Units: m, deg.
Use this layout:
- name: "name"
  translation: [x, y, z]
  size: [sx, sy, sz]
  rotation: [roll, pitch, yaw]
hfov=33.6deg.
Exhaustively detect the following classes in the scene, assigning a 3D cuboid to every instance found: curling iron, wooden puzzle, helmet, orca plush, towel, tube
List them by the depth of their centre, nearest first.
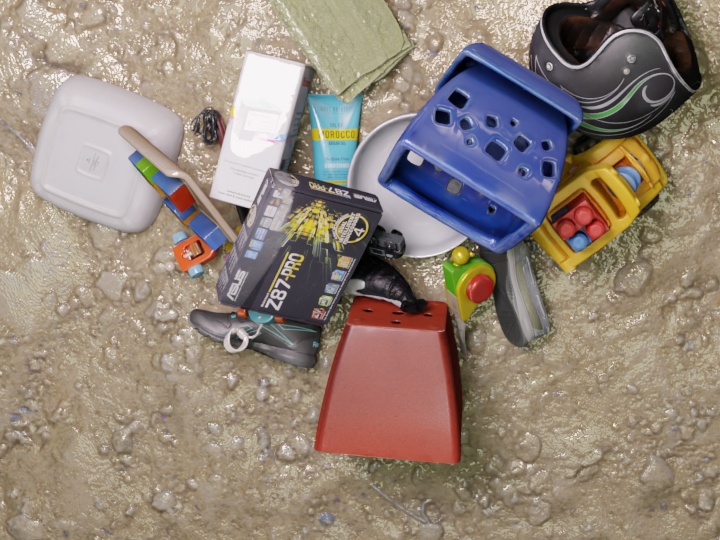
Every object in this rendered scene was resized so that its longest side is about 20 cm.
- name: "helmet"
  translation: [0.319, -0.266, 1.539]
  size: [0.190, 0.200, 0.200]
  rotation: [-21, 103, 32]
- name: "towel"
  translation: [-0.031, -0.339, 1.602]
  size: [0.148, 0.036, 0.200]
  rotation: [-40, 102, -20]
- name: "wooden puzzle"
  translation: [-0.238, -0.096, 1.609]
  size: [0.046, 0.185, 0.200]
  rotation: [-46, 132, -6]
- name: "orca plush"
  translation: [0.000, 0.000, 1.662]
  size: [0.105, 0.200, 0.071]
  rotation: [-28, 132, -25]
- name: "tube"
  translation: [-0.037, -0.149, 1.683]
  size: [0.077, 0.050, 0.201]
  rotation: [-3, 102, -17]
- name: "curling iron"
  translation: [-0.192, -0.139, 1.705]
  size: [0.049, 0.026, 0.201]
  rotation: [-28, 113, -19]

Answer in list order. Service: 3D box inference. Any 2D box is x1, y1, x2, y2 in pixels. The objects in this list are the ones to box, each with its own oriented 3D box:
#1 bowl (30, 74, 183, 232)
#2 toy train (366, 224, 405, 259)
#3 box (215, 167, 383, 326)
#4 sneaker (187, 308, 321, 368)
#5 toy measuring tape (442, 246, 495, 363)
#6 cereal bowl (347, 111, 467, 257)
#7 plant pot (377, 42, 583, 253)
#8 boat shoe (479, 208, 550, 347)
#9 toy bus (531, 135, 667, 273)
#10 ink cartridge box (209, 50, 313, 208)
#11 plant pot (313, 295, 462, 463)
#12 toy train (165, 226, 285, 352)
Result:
- name: "bowl"
  translation: [-0.370, -0.159, 1.698]
  size: [0.199, 0.075, 0.201]
  rotation: [22, 108, 0]
- name: "toy train"
  translation: [-0.027, -0.051, 1.645]
  size: [0.199, 0.034, 0.046]
  rotation: [15, 141, 26]
- name: "box"
  translation: [-0.082, -0.028, 1.573]
  size: [0.161, 0.049, 0.200]
  rotation: [15, 122, -23]
- name: "sneaker"
  translation: [-0.153, 0.082, 1.751]
  size: [0.199, 0.075, 0.080]
  rotation: [17, 93, -5]
- name: "toy measuring tape"
  translation: [0.161, 0.043, 1.695]
  size: [0.073, 0.074, 0.200]
  rotation: [-8, 128, 8]
- name: "cereal bowl"
  translation: [0.082, -0.123, 1.655]
  size: [0.199, 0.083, 0.201]
  rotation: [1, 105, 5]
- name: "plant pot"
  translation: [0.156, -0.158, 1.498]
  size: [0.200, 0.200, 0.180]
  rotation: [29, 77, -3]
- name: "boat shoe"
  translation: [0.221, 0.006, 1.688]
  size: [0.065, 0.074, 0.203]
  rotation: [-21, 102, -25]
- name: "toy bus"
  translation: [0.310, -0.093, 1.585]
  size: [0.200, 0.192, 0.136]
  rotation: [-38, 97, 12]
- name: "ink cartridge box"
  translation: [-0.132, -0.189, 1.614]
  size: [0.084, 0.145, 0.201]
  rotation: [16, 98, 0]
- name: "plant pot"
  translation: [0.048, 0.141, 1.667]
  size: [0.199, 0.200, 0.177]
  rotation: [4, 107, 5]
- name: "toy train"
  translation: [-0.181, 0.013, 1.716]
  size: [0.150, 0.056, 0.200]
  rotation: [-33, 76, 8]
